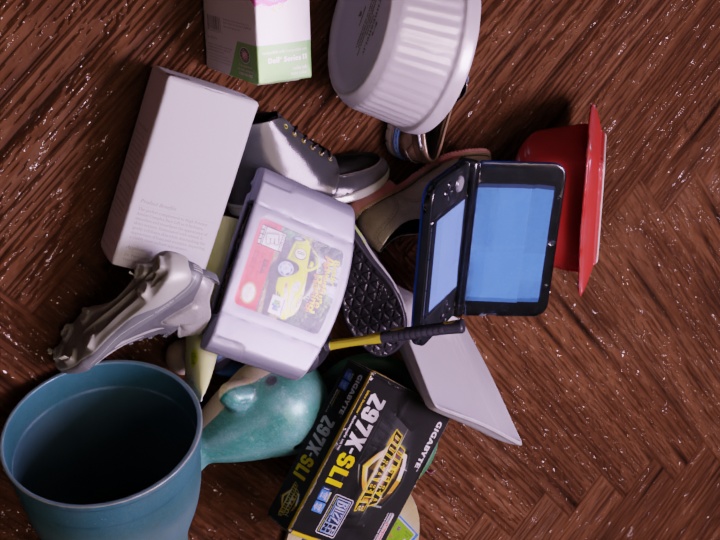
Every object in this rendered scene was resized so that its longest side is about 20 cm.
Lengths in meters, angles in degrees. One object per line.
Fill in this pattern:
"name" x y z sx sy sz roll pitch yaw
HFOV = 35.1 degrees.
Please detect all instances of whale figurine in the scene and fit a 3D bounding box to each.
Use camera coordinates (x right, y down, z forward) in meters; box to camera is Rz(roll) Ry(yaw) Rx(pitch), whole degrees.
"whale figurine" -0.125 0.180 1.296 0.200 0.104 0.159 -31 151 -10

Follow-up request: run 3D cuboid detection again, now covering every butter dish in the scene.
"butter dish" 0.231 -0.095 1.434 0.147 0.200 0.201 4 116 11

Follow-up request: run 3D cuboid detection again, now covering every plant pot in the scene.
"plant pot" -0.254 0.230 1.187 0.200 0.200 0.188 -24 133 -26

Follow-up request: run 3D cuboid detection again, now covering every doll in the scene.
"doll" -0.130 0.060 1.291 0.200 0.048 0.137 -26 121 -18

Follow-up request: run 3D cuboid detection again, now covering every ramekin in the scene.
"ramekin" 0.038 -0.252 1.208 0.094 0.202 0.203 9 102 -24

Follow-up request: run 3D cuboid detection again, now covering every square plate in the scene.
"square plate" 0.102 0.114 1.383 0.028 0.200 0.198 -39 141 20

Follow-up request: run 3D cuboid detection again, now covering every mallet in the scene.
"mallet" 0.013 0.077 1.239 0.066 0.199 0.041 -40 119 -63

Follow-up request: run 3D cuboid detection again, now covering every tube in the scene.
"tube" -0.164 0.042 1.218 0.058 0.052 0.201 28 68 -66

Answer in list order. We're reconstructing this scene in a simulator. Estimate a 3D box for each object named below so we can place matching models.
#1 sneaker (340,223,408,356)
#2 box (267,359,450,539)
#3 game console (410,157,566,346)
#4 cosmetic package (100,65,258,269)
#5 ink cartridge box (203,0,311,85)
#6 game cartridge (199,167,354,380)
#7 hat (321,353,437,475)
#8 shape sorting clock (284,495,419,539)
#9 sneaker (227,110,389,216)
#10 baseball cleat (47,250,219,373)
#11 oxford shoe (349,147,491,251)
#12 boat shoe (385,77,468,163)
"sneaker" 0.000 0.000 1.310 0.072 0.083 0.201 -25 97 11
"box" 0.003 0.220 1.304 0.160 0.049 0.200 32 85 -42
"game console" 0.146 -0.019 1.308 0.171 0.118 0.201 -39 137 -56
"cosmetic package" -0.187 -0.097 1.163 0.101 0.074 0.201 14 102 -28
"ink cartridge box" -0.106 -0.296 1.132 0.067 0.117 0.201 -14 115 -31
"game cartridge" -0.079 0.007 1.204 0.133 0.041 0.201 22 79 -31
"hat" 0.009 0.199 1.460 0.165 0.176 0.201 -14 92 -6
"shape sorting clock" -0.011 0.356 1.489 0.199 0.039 0.201 -10 110 -29
"sneaker" -0.055 -0.129 1.257 0.199 0.075 0.107 -15 115 -29
"baseball cleat" -0.225 0.058 1.163 0.200 0.070 0.106 -34 136 30
"oxford shoe" 0.082 -0.082 1.357 0.200 0.074 0.071 -27 161 -16
"boat shoe" 0.089 -0.221 1.321 0.072 0.072 0.201 -6 113 -43
